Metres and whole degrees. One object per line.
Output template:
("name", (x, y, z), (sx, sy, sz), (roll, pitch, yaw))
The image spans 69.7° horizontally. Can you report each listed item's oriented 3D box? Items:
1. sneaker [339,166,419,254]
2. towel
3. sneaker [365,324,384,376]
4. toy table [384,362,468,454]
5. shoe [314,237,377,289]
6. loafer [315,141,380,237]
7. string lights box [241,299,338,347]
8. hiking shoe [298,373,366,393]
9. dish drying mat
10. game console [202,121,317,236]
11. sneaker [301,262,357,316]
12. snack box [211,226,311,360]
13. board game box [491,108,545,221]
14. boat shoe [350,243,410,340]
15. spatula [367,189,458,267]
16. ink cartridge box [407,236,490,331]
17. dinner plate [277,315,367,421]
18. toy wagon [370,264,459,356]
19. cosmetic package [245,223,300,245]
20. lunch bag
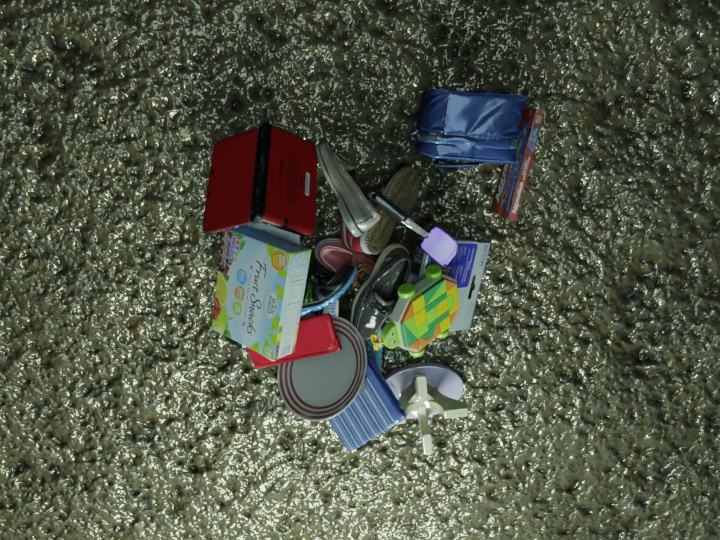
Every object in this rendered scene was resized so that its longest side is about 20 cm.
("sneaker", (0.032, -0.122, 1.013), (0.071, 0.112, 0.201), (45, 67, -32))
("towel", (-0.003, 0.282, 1.082), (0.200, 0.024, 0.146), (-43, 75, 37))
("sneaker", (0.005, 0.162, 1.090), (0.094, 0.079, 0.204), (0, 107, -2))
("toy table", (0.133, 0.283, 1.115), (0.197, 0.117, 0.186), (-18, 107, 3))
("shoe", (0.000, 0.000, 1.033), (0.198, 0.091, 0.072), (26, 103, -11))
("loafer", (-0.022, -0.160, 0.957), (0.062, 0.072, 0.202), (-27, 69, 12))
("string lights box", (-0.144, 0.100, 1.069), (0.196, 0.059, 0.105), (0, 104, -4))
("hiking shoe", (-0.073, 0.227, 1.042), (0.198, 0.100, 0.077), (-19, 80, 44))
("dish drying mat", (-0.135, 0.139, 0.998), (0.197, 0.018, 0.078), (-15, 100, 23))
("game console", (-0.179, -0.153, 0.952), (0.170, 0.203, 0.118), (17, 151, -33))
("sneaker", (-0.098, 0.034, 0.987), (0.197, 0.071, 0.084), (-24, 100, 10))
("snack box", (-0.186, 0.037, 0.950), (0.167, 0.067, 0.203), (20, 109, 28))
("board game box", (0.297, -0.204, 0.987), (0.019, 0.103, 0.203), (9, 106, -6))
("boat shoe", (0.038, 0.048, 0.968), (0.071, 0.065, 0.202), (23, 105, -16))
("spatula", (0.093, -0.083, 0.932), (0.199, 0.021, 0.057), (36, 102, -16))
("ink cartridge box", (0.172, 0.032, 1.053), (0.198, 0.043, 0.202), (-1, 108, -41))
("dinner plate", (-0.073, 0.186, 0.992), (0.199, 0.201, 0.024), (-38, 144, 8))
("toy wagon", (0.106, 0.090, 0.962), (0.199, 0.039, 0.157), (-33, 128, -26))
("cosmetic package", (-0.192, -0.050, 1.025), (0.148, 0.052, 0.204), (-1, 107, -6))
("lunch bag", (0.189, -0.256, 0.946), (0.196, 0.136, 0.135), (2, 107, -4))
